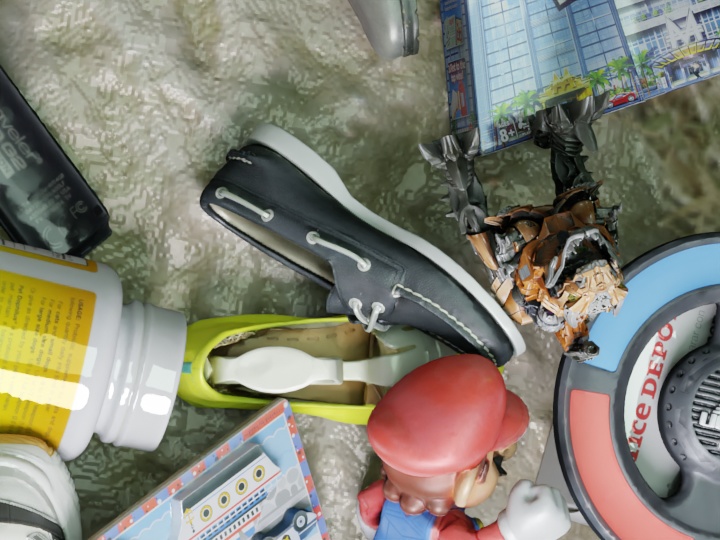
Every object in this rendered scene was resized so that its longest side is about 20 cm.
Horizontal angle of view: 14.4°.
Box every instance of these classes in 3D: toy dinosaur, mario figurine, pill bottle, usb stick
[{"bbox_3d":[0.091,-0.015,1.524,0.102,0.200,0.136,-17,92,-30],"label":"toy dinosaur"},{"bbox_3d":[0.054,0.136,1.553,0.123,0.106,0.200,14,116,8],"label":"mario figurine"},{"bbox_3d":[-0.198,0.038,1.512,0.200,0.109,0.109,13,85,-12],"label":"pill bottle"},{"bbox_3d":[-0.211,-0.088,1.553,0.055,0.033,0.200,-39,98,-20],"label":"usb stick"}]

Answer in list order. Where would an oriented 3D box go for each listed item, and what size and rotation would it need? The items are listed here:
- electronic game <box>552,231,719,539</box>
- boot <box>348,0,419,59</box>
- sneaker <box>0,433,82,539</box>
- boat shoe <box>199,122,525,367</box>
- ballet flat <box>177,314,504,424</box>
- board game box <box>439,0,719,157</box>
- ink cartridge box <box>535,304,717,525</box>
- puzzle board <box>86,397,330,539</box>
[{"bbox_3d":[0.202,0.078,1.562,0.200,0.042,0.200,0,88,-13],"label":"electronic game"},{"bbox_3d":[-0.055,-0.192,1.585,0.130,0.068,0.200,-23,87,-9],"label":"boot"},{"bbox_3d":[-0.171,0.185,1.499,0.076,0.088,0.200,-11,122,24],"label":"sneaker"},{"bbox_3d":[0.000,0.000,1.561,0.200,0.076,0.060,36,74,21],"label":"boat shoe"},{"bbox_3d":[-0.008,0.054,1.583,0.200,0.067,0.067,0,89,-14],"label":"ballet flat"},{"bbox_3d":[0.120,-0.188,1.624,0.200,0.062,0.200,-20,94,-14],"label":"board game box"},{"bbox_3d":[0.219,0.096,1.631,0.200,0.083,0.147,17,85,-13],"label":"ink cartridge box"},{"bbox_3d":[-0.086,0.181,1.518,0.200,0.017,0.151,-36,123,-37],"label":"puzzle board"}]
